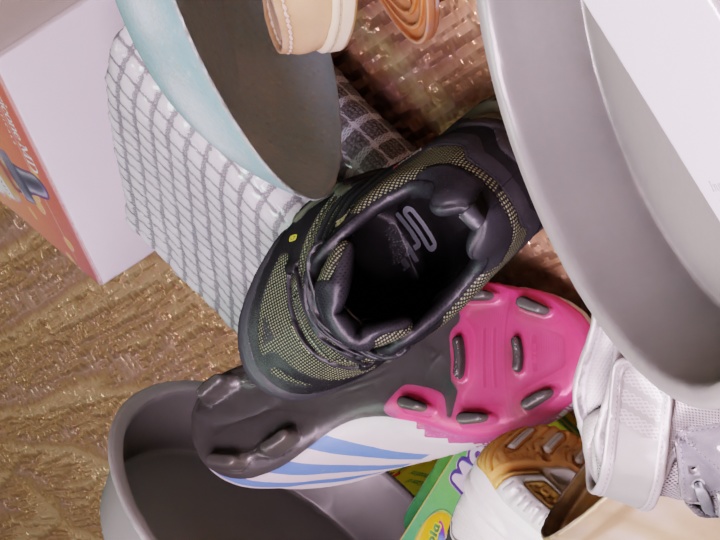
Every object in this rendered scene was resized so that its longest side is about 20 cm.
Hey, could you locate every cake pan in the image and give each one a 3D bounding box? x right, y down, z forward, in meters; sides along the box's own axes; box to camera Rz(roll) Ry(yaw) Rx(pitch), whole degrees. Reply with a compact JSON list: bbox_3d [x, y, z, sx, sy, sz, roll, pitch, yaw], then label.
[{"bbox_3d":[-0.034,0.130,1.341,0.200,0.037,0.200,29,-155,-15],"label":"cake pan"},{"bbox_3d":[0.094,-0.057,0.945,0.200,0.037,0.200,161,90,-74],"label":"cake pan"}]

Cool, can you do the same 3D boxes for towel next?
[{"bbox_3d":[-0.031,-0.032,1.379,0.166,0.086,0.200,45,162,20],"label":"towel"}]

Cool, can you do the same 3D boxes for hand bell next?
[{"bbox_3d":[0.177,0.130,1.145,0.200,0.104,0.104,42,164,-2],"label":"hand bell"}]

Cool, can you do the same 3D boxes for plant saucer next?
[{"bbox_3d":[-0.065,-0.117,1.191,0.201,0.039,0.201,-19,-90,-76],"label":"plant saucer"}]

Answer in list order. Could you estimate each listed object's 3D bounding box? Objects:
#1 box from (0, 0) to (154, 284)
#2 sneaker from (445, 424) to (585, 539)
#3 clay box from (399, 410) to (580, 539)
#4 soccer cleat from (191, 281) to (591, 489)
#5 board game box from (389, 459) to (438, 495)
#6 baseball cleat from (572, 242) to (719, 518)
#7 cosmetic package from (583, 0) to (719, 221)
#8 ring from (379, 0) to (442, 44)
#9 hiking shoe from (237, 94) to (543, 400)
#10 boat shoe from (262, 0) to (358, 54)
[{"bbox_3d":[-0.164,-0.111,1.556,0.200,0.106,0.152,36,155,50],"label":"box"},{"bbox_3d":[0.117,0.152,1.205,0.200,0.076,0.088,43,128,19],"label":"sneaker"},{"bbox_3d":[0.092,0.132,1.298,0.048,0.115,0.200,5,-148,-51],"label":"clay box"},{"bbox_3d":[0.022,0.051,1.302,0.086,0.200,0.070,17,-117,-60],"label":"soccer cleat"},{"bbox_3d":[0.036,0.145,1.597,0.102,0.048,0.200,59,164,-12],"label":"board game box"},{"bbox_3d":[0.140,0.078,1.062,0.200,0.106,0.070,62,177,-6],"label":"baseball cleat"},{"bbox_3d":[0.137,-0.060,0.808,0.200,0.101,0.071,57,163,-8],"label":"cosmetic package"},{"bbox_3d":[-0.005,-0.176,1.046,0.200,0.019,0.200,160,90,-83],"label":"ring"},{"bbox_3d":[0.000,0.000,1.188,0.076,0.101,0.200,52,132,3],"label":"hiking shoe"},{"bbox_3d":[-0.047,-0.147,1.085,0.200,0.069,0.074,79,170,-52],"label":"boat shoe"}]
